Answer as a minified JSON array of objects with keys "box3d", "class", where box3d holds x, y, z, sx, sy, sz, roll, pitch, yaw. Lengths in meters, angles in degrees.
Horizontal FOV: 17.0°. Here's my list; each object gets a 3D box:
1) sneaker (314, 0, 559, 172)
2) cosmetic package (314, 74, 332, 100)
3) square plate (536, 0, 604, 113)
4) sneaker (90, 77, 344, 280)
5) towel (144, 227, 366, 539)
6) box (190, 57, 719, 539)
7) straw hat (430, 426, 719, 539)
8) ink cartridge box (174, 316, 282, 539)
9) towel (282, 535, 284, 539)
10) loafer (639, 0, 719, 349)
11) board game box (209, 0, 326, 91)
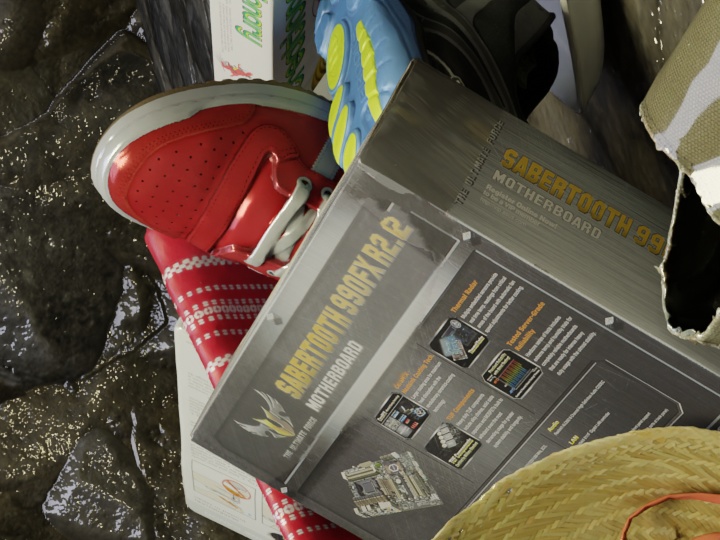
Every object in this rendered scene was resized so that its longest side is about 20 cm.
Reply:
[{"box3d":[0.031,-0.090,0.904,0.200,0.082,0.071,-94,27,-50],"class":"sneaker"},{"box3d":[0.011,-0.035,1.143,0.081,0.112,0.201,110,147,-46],"class":"cosmetic package"},{"box3d":[0.054,-0.183,0.952,0.200,0.028,0.199,-124,22,-66],"class":"square plate"},{"box3d":[0.000,0.000,0.887,0.071,0.199,0.113,-53,43,29],"class":"sneaker"},{"box3d":[0.011,0.053,0.932,0.023,0.144,0.201,-52,55,40],"class":"towel"},{"box3d":[0.044,0.037,0.803,0.048,0.158,0.200,-61,2,-35],"class":"box"},{"box3d":[0.090,0.141,0.776,0.085,0.200,0.202,-73,-29,-81],"class":"straw hat"},{"box3d":[-0.001,0.085,1.081,0.050,0.162,0.200,-61,-11,-24],"class":"ink cartridge box"},{"box3d":[-0.006,0.037,1.299,0.036,0.148,0.201,-134,28,-77],"class":"towel"},{"box3d":[0.114,-0.041,0.645,0.201,0.069,0.075,85,168,-46],"class":"loafer"},{"box3d":[-0.015,-0.143,0.982,0.035,0.127,0.200,31,163,8],"class":"board game box"}]
